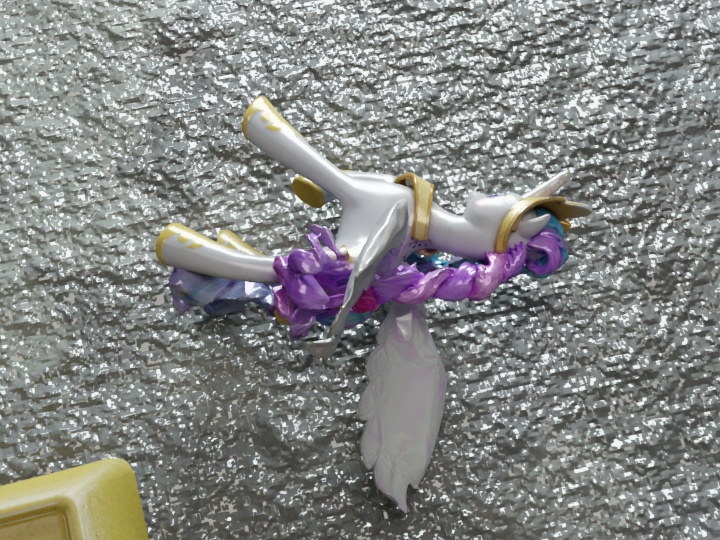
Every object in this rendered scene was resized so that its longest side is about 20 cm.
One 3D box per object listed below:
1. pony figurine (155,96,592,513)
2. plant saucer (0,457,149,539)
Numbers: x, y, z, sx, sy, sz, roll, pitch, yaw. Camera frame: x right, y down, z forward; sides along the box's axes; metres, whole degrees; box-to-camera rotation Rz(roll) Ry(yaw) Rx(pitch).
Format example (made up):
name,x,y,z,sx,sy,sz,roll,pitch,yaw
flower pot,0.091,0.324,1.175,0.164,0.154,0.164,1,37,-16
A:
name,x,y,z,sx,sy,sz,roll,pitch,yaw
pony figurine,0.000,0.000,0.799,0.200,0.167,0.193,15,54,24
plant saucer,-0.190,0.195,0.734,0.200,0.048,0.200,-13,63,-9
